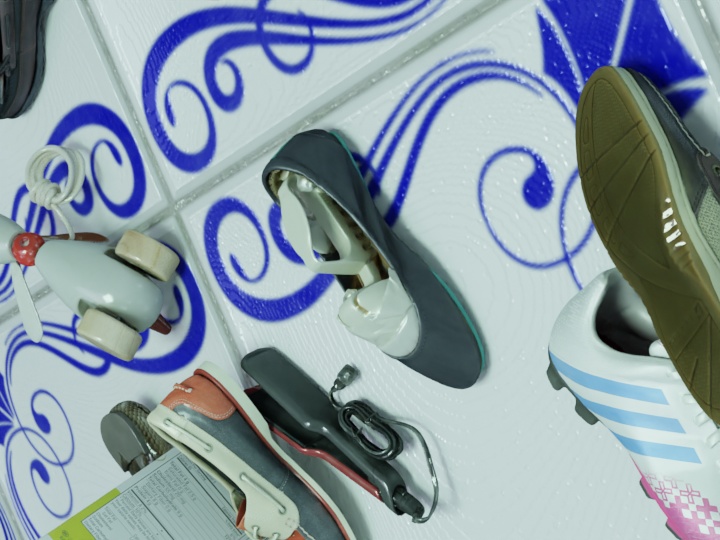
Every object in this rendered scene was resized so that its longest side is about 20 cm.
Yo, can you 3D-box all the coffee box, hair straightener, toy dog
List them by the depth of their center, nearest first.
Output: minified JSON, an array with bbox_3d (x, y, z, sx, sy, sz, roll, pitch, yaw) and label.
[{"bbox_3d":[-0.016,0.108,0.977,0.199,0.041,0.078,37,131,38],"label":"hair straightener"},{"bbox_3d":[-0.156,0.285,1.052,0.200,0.197,0.200,47,131,10],"label":"coffee box"},{"bbox_3d":[-0.222,0.006,1.119,0.200,0.132,0.097,43,173,31],"label":"toy dog"}]

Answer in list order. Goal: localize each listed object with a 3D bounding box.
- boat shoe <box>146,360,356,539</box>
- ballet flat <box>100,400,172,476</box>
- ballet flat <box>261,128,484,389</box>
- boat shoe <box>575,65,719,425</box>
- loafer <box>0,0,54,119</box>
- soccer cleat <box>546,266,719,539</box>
[{"bbox_3d":[-0.073,0.161,1.017,0.201,0.063,0.071,52,153,-10],"label":"boat shoe"},{"bbox_3d":[-0.150,0.197,1.169,0.067,0.046,0.201,-35,86,40],"label":"ballet flat"},{"bbox_3d":[0.000,0.000,0.892,0.201,0.073,0.073,57,138,11],"label":"ballet flat"},{"bbox_3d":[0.170,-0.017,0.707,0.073,0.064,0.202,123,133,-56],"label":"boat shoe"},{"bbox_3d":[-0.291,-0.199,1.118,0.072,0.063,0.201,49,136,20],"label":"loafer"},{"bbox_3d":[0.178,0.082,0.736,0.200,0.069,0.087,46,136,23],"label":"soccer cleat"}]
